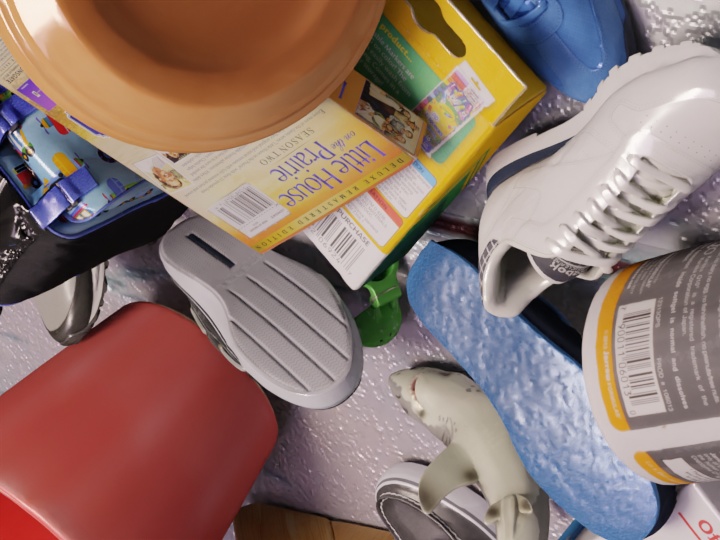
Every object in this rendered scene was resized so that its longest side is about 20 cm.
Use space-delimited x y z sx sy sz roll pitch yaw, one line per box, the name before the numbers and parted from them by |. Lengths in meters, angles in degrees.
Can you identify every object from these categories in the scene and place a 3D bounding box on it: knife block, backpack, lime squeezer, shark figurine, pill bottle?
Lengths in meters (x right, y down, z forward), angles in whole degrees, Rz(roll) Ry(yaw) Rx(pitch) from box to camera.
knife block | -0.048 0.240 1.125 0.199 0.175 0.064 6 121 38
backpack | -0.198 -0.101 1.025 0.201 0.182 0.134 53 130 7
lime squeezer | 0.000 0.000 1.034 0.071 0.037 0.201 -127 29 -49
shark figurine | 0.084 0.151 0.994 0.127 0.216 0.090 -11 144 15
pill bottle | 0.212 0.035 0.808 0.199 0.116 0.117 -16 107 45

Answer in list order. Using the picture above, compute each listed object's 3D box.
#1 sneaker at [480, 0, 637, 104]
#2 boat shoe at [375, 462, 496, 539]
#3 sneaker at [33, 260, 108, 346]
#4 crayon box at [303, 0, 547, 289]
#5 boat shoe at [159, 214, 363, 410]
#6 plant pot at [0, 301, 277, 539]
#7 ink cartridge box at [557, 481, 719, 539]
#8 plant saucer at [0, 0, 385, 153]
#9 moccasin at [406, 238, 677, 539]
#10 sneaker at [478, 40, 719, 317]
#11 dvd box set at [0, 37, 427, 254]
sneaker | 0.061 -0.159 0.835 0.066 0.078 0.201 -24 102 44
boat shoe | 0.076 0.209 1.078 0.200 0.066 0.070 46 137 5
sneaker | -0.225 -0.043 1.117 0.074 0.079 0.202 -32 76 47
crayon box | 0.013 -0.094 0.905 0.126 0.051 0.200 49 141 7
boat shoe | -0.053 0.033 1.055 0.200 0.072 0.071 43 164 47
plant pot | -0.161 0.130 1.124 0.200 0.178 0.201 30 150 20
ink cartridge box | 0.197 0.164 0.945 0.116 0.067 0.200 50 138 3
plant saucer | -0.072 -0.153 0.763 0.201 0.199 0.037 66 162 -16
moccasin | 0.110 0.054 0.927 0.081 0.068 0.201 -47 68 33
sneaker | 0.127 -0.040 0.840 0.076 0.081 0.200 28 146 -16
dvd box set | -0.085 -0.092 0.860 0.199 0.030 0.146 33 145 -22
